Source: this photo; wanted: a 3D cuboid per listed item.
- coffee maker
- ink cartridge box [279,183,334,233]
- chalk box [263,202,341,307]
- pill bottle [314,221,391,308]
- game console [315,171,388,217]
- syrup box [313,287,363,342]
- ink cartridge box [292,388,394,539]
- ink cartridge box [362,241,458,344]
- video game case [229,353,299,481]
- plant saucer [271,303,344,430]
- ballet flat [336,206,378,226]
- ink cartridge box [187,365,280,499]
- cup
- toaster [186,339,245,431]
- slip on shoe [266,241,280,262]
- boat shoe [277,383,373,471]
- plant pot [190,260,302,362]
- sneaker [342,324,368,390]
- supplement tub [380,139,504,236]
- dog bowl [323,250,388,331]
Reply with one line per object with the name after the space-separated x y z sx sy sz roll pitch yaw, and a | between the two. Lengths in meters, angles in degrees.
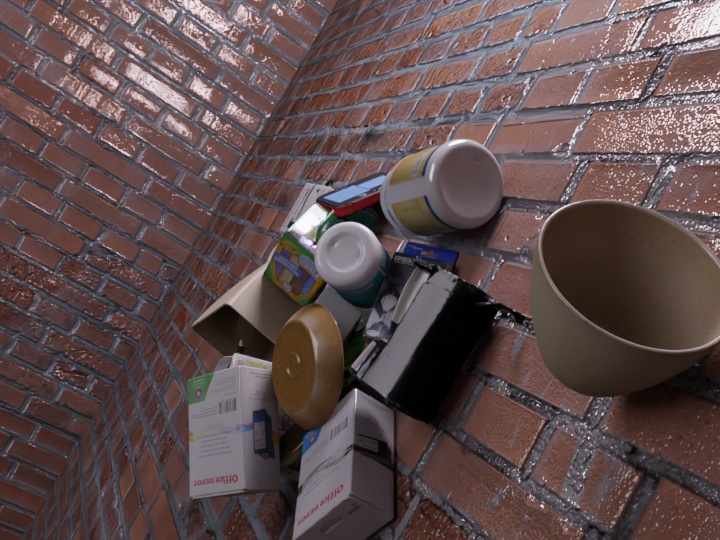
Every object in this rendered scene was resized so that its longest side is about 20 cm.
0.097 0.104 1.164 0.201 0.134 0.192 -60 22 -2 | coffee maker
-0.107 -0.127 2.002 0.145 0.083 0.200 -60 20 -2 | ink cartridge box
-0.094 -0.042 1.711 0.125 0.124 0.200 -48 -4 -40 | chalk box
0.000 0.000 1.410 0.111 0.110 0.200 -62 -21 -9 | pill bottle
0.004 -0.169 1.769 0.176 0.031 0.200 -28 18 -12 | game console
-0.060 0.112 1.467 0.082 0.078 0.200 -53 -6 -23 | syrup box
-0.023 0.303 1.230 0.145 0.084 0.201 -46 23 31 | ink cartridge box
0.083 0.036 1.349 0.099 0.039 0.201 10 64 24 | ink cartridge box
-0.160 0.257 1.457 0.023 0.198 0.184 46 -123 -68 | video game case
-0.093 0.152 1.316 0.200 0.035 0.202 -14 73 55 | plant saucer
-0.015 -0.125 1.822 0.200 0.067 0.064 -21 38 58 | ballet flat
-0.213 0.273 1.383 0.145 0.087 0.202 -19 66 38 | ink cartridge box
0.255 0.047 0.849 0.144 0.198 0.201 105 176 -46 | cup
-0.212 0.262 1.575 0.118 0.180 0.201 -9 52 65 | toaster
-0.216 0.010 2.089 0.061 0.074 0.201 -5 61 68 | slip on shoe
-0.053 0.264 1.376 0.200 0.066 0.072 -37 38 11 | boat shoe
-0.216 0.098 1.815 0.199 0.200 0.178 -30 24 51 | plant pot
0.001 0.154 1.409 0.200 0.074 0.084 -46 13 7 | sneaker
0.131 -0.134 1.394 0.200 0.144 0.146 -5 56 64 | supplement tub
-0.009 0.036 1.599 0.200 0.058 0.201 -46 24 27 | dog bowl
